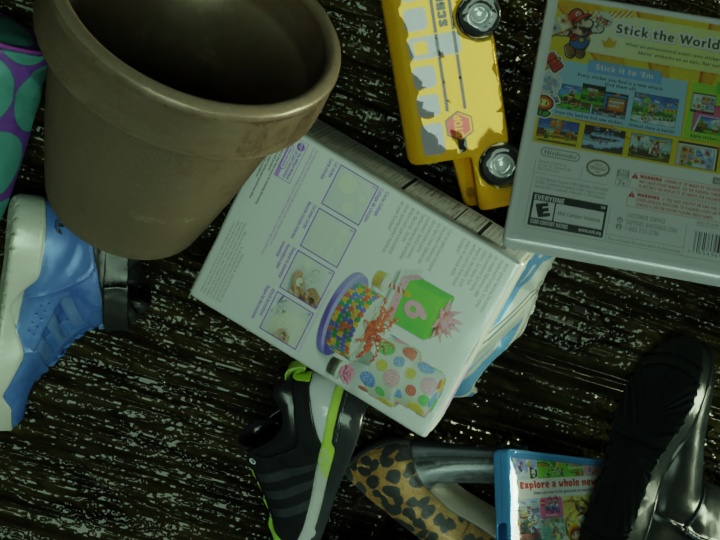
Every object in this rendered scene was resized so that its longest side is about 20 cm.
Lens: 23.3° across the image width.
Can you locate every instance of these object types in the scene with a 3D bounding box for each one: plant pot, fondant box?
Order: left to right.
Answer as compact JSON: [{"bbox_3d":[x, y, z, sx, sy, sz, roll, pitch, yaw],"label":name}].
[{"bbox_3d":[-0.131,-0.105,1.152,0.198,0.201,0.175,18,129,-11],"label":"plant pot"},{"bbox_3d":[0.000,0.000,1.223,0.199,0.058,0.145,31,109,9],"label":"fondant box"}]

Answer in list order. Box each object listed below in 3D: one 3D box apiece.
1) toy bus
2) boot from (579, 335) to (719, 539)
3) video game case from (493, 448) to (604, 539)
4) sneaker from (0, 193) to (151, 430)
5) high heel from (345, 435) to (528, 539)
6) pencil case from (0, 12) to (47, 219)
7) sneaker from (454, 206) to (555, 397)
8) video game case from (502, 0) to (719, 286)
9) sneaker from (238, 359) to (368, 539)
[{"bbox_3d":[0.060,-0.142,1.199,0.077,0.065,0.202,-10,114,1],"label":"toy bus"},{"bbox_3d":[0.259,0.169,1.336,0.162,0.073,0.200,28,80,-33],"label":"boot"},{"bbox_3d":[0.152,0.239,1.296,0.142,0.018,0.202,11,74,-43],"label":"video game case"},{"bbox_3d":[-0.207,0.038,1.254,0.110,0.077,0.201,6,122,-17],"label":"sneaker"},{"bbox_3d":[0.059,0.218,1.362,0.141,0.072,0.202,2,115,7],"label":"high heel"},{"bbox_3d":[-0.279,-0.080,1.195,0.092,0.085,0.201,17,111,-18],"label":"pencil case"},{"bbox_3d":[0.106,0.005,1.271,0.072,0.072,0.201,22,110,-40],"label":"sneaker"},{"bbox_3d":[0.208,-0.086,1.178,0.198,0.023,0.184,10,76,7],"label":"video game case"},{"bbox_3d":[-0.052,0.138,1.300,0.082,0.072,0.201,18,127,-1],"label":"sneaker"}]
